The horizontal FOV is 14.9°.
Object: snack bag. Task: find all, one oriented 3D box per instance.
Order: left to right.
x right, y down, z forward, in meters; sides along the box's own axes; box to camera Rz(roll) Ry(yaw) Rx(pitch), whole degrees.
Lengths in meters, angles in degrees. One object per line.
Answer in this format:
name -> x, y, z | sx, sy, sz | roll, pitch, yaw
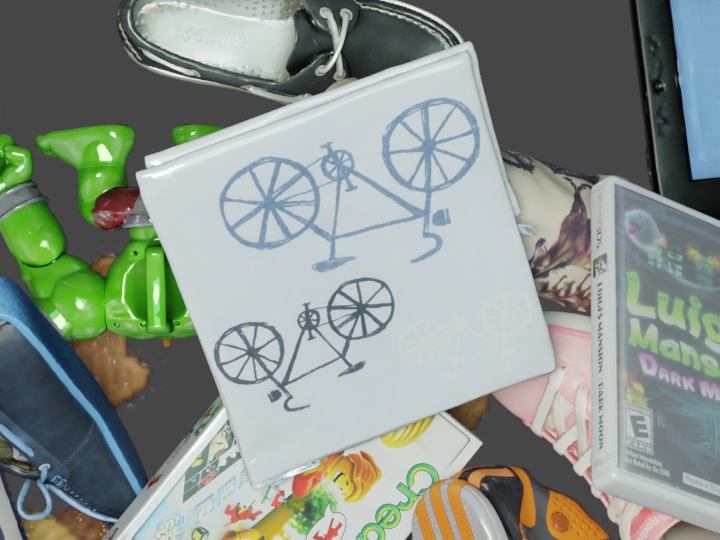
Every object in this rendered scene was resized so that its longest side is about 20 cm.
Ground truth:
snack bag -> 0.000, 0.000, 1.440 | 0.188, 0.021, 0.200 | -21, 113, -5

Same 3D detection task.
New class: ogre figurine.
ogre figurine -> -0.114, -0.019, 1.517 | 0.199, 0.098, 0.120 | 2, 80, -19

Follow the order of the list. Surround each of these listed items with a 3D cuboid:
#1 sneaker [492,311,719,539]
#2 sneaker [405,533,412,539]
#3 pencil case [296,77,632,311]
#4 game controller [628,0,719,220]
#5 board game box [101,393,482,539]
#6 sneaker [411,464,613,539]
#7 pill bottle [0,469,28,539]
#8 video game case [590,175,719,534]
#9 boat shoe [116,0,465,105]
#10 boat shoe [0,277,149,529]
sneaker -> 0.145, 0.098, 1.502 | 0.200, 0.075, 0.105 | 25, 43, 9
sneaker -> 0.031, 0.217, 1.513 | 0.071, 0.099, 0.201 | -6, 87, 1
pencil case -> 0.056, -0.042, 1.500 | 0.200, 0.089, 0.078 | 19, 107, -22
game controller -> 0.209, -0.108, 1.556 | 0.104, 0.042, 0.201 | -7, 89, -1
board game box -> -0.045, 0.130, 1.494 | 0.126, 0.035, 0.200 | 39, 88, -12
sneaker -> 0.106, 0.198, 1.487 | 0.077, 0.112, 0.201 | -19, 84, 41
pill bottle -> -0.237, 0.157, 1.503 | 0.111, 0.111, 0.200 | -20, 89, -2
video game case -> 0.206, 0.060, 1.476 | 0.200, 0.023, 0.182 | 21, 55, -29
boat shoe -> -0.038, -0.126, 1.540 | 0.199, 0.060, 0.076 | 3, 88, -1
boat shoe -> -0.176, 0.079, 1.491 | 0.069, 0.084, 0.200 | -29, 128, 2
